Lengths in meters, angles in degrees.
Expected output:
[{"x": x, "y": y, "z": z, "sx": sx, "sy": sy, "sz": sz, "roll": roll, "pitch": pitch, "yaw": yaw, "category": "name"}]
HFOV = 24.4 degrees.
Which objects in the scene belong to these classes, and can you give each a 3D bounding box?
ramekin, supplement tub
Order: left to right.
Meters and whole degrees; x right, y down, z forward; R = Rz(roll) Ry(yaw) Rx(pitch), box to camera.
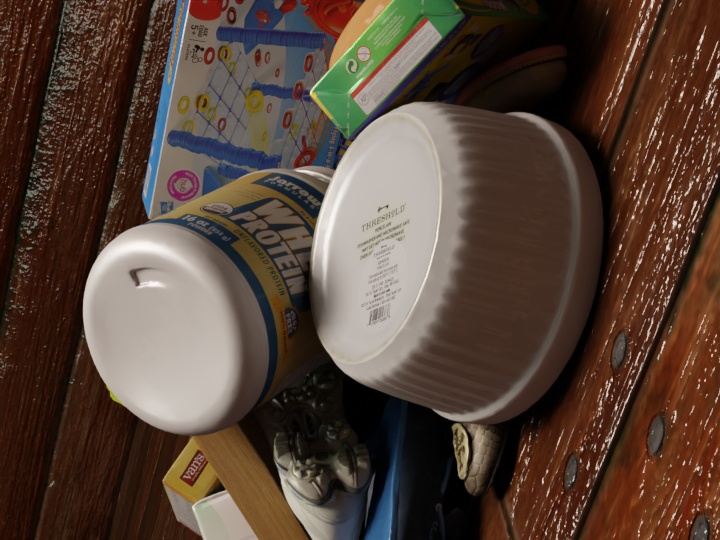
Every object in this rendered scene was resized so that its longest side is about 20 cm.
[{"x": -0.078, "y": 0.013, "z": 1.144, "sx": 0.200, "sy": 0.144, "sz": 0.145, "roll": -32, "pitch": -33, "yaw": -52, "category": "supplement tub"}, {"x": 0.050, "y": -0.010, "z": 1.038, "sx": 0.200, "sy": 0.104, "sz": 0.202, "roll": -32, "pitch": 51, "yaw": 52, "category": "ramekin"}]

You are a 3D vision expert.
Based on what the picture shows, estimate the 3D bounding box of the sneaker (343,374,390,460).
[{"x": 0.036, "y": 0.078, "z": 1.247, "sx": 0.066, "sy": 0.078, "sz": 0.200, "roll": 56, "pitch": 132, "yaw": 15, "category": "sneaker"}]

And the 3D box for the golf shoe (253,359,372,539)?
[{"x": -0.040, "y": 0.125, "z": 1.203, "sx": 0.200, "sy": 0.078, "sz": 0.098, "roll": -106, "pitch": 9, "yaw": -55, "category": "golf shoe"}]

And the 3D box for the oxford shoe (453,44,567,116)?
[{"x": 0.099, "y": -0.086, "z": 1.151, "sx": 0.075, "sy": 0.070, "sz": 0.200, "roll": 68, "pitch": 155, "yaw": 17, "category": "oxford shoe"}]

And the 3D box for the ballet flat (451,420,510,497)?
[{"x": 0.077, "y": 0.053, "z": 1.117, "sx": 0.067, "sy": 0.046, "sz": 0.201, "roll": 124, "pitch": 154, "yaw": -63, "category": "ballet flat"}]

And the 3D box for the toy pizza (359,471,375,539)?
[{"x": 0.020, "y": 0.234, "z": 1.246, "sx": 0.200, "sy": 0.031, "sz": 0.202, "roll": -169, "pitch": 90, "yaw": -83, "category": "toy pizza"}]

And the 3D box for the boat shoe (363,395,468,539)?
[{"x": 0.045, "y": 0.167, "z": 1.121, "sx": 0.084, "sy": 0.068, "sz": 0.201, "roll": 133, "pitch": 149, "yaw": -66, "category": "boat shoe"}]

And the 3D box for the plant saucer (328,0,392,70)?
[{"x": 0.048, "y": -0.180, "z": 1.186, "sx": 0.200, "sy": 0.037, "sz": 0.200, "roll": -40, "pitch": -12, "yaw": -10, "category": "plant saucer"}]

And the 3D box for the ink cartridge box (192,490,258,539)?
[{"x": -0.068, "y": 0.269, "z": 1.289, "sx": 0.161, "sy": 0.050, "sz": 0.201, "roll": 70, "pitch": -178, "yaw": -81, "category": "ink cartridge box"}]

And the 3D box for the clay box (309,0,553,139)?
[{"x": 0.057, "y": -0.146, "z": 1.129, "sx": 0.115, "sy": 0.048, "sz": 0.200, "roll": -45, "pitch": -13, "yaw": 23, "category": "clay box"}]

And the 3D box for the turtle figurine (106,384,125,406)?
[{"x": -0.126, "y": 0.065, "z": 1.326, "sx": 0.064, "sy": 0.161, "sz": 0.200, "roll": 47, "pitch": 125, "yaw": 20, "category": "turtle figurine"}]

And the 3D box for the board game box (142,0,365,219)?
[{"x": -0.056, "y": -0.127, "z": 1.297, "sx": 0.056, "sy": 0.194, "sz": 0.201, "roll": -119, "pitch": 39, "yaw": -65, "category": "board game box"}]

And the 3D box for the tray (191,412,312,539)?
[{"x": -0.061, "y": 0.169, "z": 1.220, "sx": 0.201, "sy": 0.037, "sz": 0.099, "roll": 61, "pitch": -174, "yaw": -18, "category": "tray"}]

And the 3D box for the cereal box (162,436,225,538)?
[{"x": -0.104, "y": 0.143, "z": 1.378, "sx": 0.144, "sy": 0.039, "sz": 0.200, "roll": -56, "pitch": -7, "yaw": -15, "category": "cereal box"}]
